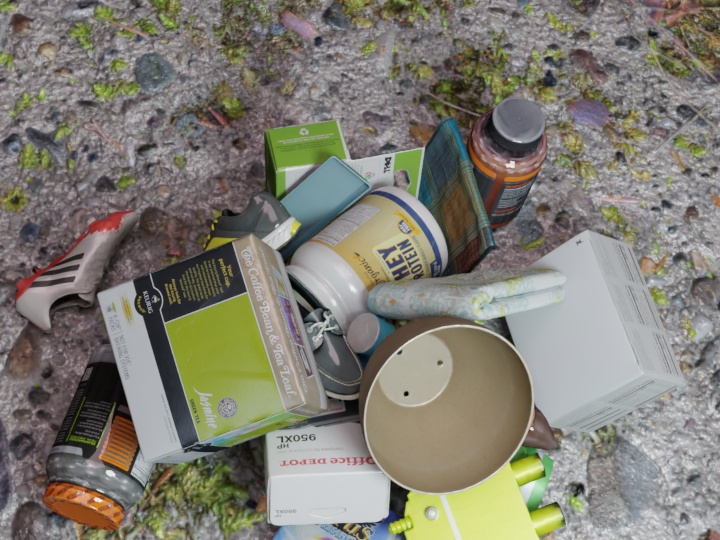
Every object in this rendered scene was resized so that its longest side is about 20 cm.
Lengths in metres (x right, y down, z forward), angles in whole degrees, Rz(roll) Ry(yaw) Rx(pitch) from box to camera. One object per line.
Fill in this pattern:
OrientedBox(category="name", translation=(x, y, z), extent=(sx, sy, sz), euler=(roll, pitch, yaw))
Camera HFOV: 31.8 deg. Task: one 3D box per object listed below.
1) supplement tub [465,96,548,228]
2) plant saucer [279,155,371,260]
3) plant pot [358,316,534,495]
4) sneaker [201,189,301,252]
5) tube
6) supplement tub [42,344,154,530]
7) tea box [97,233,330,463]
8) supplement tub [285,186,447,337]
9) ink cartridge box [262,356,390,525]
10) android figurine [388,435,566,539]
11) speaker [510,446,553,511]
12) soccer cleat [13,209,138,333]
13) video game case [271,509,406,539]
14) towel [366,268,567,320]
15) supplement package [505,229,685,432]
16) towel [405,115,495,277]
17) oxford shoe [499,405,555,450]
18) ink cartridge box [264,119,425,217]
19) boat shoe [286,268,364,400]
OrientedBox(category="supplement tub", translation=(0.188, -0.146, 1.689), extent=(0.106, 0.200, 0.108), euler=(4, 63, -7))
OrientedBox(category="plant saucer", translation=(-0.076, -0.076, 1.647), extent=(0.070, 0.200, 0.019), euler=(37, 33, -24))
OrientedBox(category="plant pot", translation=(0.082, 0.137, 1.447), extent=(0.199, 0.134, 0.202), euler=(-4, 107, -14))
OrientedBox(category="sneaker", translation=(-0.171, -0.031, 1.639), extent=(0.199, 0.074, 0.085), euler=(-33, 90, 12))
OrientedBox(category="tube", translation=(0.063, 0.109, 1.579), extent=(0.050, 0.200, 0.078), euler=(-16, 60, 35))
OrientedBox(category="supplement tub", translation=(-0.300, 0.200, 1.519), extent=(0.122, 0.123, 0.201), euler=(17, 63, 4))
OrientedBox(category="tea box", translation=(-0.163, 0.093, 1.428), extent=(0.196, 0.134, 0.201), euler=(-20, 78, 8))
OrientedBox(category="supplement tub", translation=(0.000, 0.000, 1.626), extent=(0.200, 0.145, 0.144), euler=(-39, 71, -25))
OrientedBox(category="ink cartridge box", translation=(-0.045, 0.201, 1.519), extent=(0.143, 0.085, 0.201), euler=(-2, 38, -6))
OrientedBox(category="android figurine", translation=(0.133, 0.291, 1.481), extent=(0.199, 0.041, 0.183), euler=(-18, 77, -4))
OrientedBox(category="speaker", translation=(0.132, 0.231, 1.558), extent=(0.199, 0.089, 0.089), euler=(21, 63, 6))
OrientedBox(category="soccer cleat", translation=(-0.360, -0.001, 1.654), extent=(0.200, 0.069, 0.085), euler=(-40, 81, -18))
OrientedBox(category="video game case", translation=(-0.014, 0.362, 1.501), extent=(0.199, 0.046, 0.182), euler=(30, 63, 11))
OrientedBox(category="towel", translation=(0.132, 0.028, 1.538), extent=(0.199, 0.170, 0.049), euler=(-10, 95, -47))
OrientedBox(category="supplement package", translation=(0.286, 0.080, 1.592), extent=(0.111, 0.155, 0.201), euler=(15, 51, -46))
OrientedBox(category="towel", translation=(0.117, -0.086, 1.688), extent=(0.022, 0.147, 0.201), euler=(-2, 62, -25))
OrientedBox(category="oxford shoe", translation=(0.176, 0.174, 1.561), extent=(0.072, 0.200, 0.071), euler=(36, 93, -21))
OrientedBox(category="ink cartridge box", translation=(-0.024, -0.129, 1.695), extent=(0.199, 0.148, 0.076), euler=(-10, 57, -11))
OrientedBox(category="boat shoe", translation=(-0.061, 0.071, 1.501), extent=(0.073, 0.062, 0.200), euler=(-24, 57, -31))
